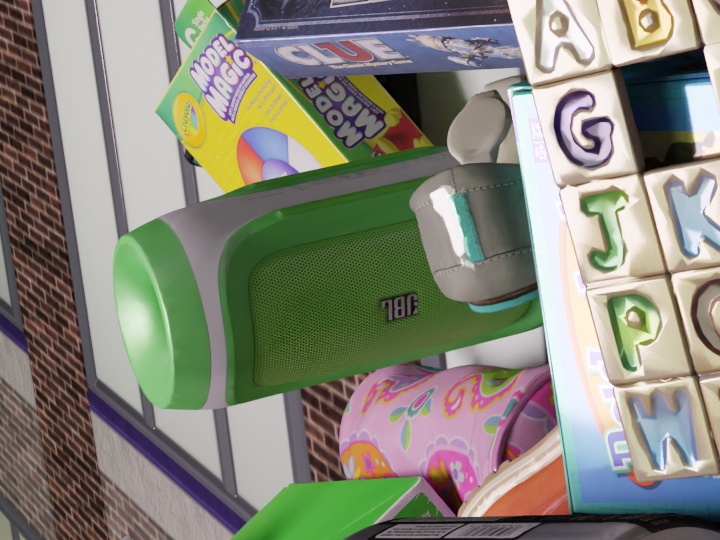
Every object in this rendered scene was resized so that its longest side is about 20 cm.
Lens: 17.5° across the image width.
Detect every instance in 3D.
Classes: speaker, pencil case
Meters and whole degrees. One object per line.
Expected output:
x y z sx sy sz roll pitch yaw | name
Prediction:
0.000 0.000 0.991 0.088 0.199 0.089 167 90 -69 | speaker
0.060 0.081 1.056 0.200 0.087 0.088 171 87 -68 | pencil case

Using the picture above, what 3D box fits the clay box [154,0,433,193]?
-0.025 -0.056 1.121 0.200 0.048 0.115 48 151 3 | clay box

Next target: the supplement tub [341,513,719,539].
0.049 0.146 0.808 0.199 0.122 0.124 -11 92 54 | supplement tub

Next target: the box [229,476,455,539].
0.021 0.191 1.096 0.177 0.097 0.200 51 161 -9 | box

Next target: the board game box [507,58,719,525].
0.145 0.006 0.744 0.199 0.045 0.153 0 103 43 | board game box

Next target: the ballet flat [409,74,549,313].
0.063 -0.044 0.889 0.064 0.067 0.200 67 -162 -11 | ballet flat

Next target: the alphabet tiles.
0.143 -0.025 0.693 0.199 0.008 0.168 -11 97 41 | alphabet tiles

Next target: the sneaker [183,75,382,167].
-0.038 -0.117 1.225 0.200 0.074 0.088 -34 55 58 | sneaker

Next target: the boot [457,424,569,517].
0.088 0.116 0.903 0.108 0.075 0.201 -91 26 -50 | boot

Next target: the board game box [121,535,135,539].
-0.065 0.232 1.122 0.200 0.064 0.148 45 161 10 | board game box

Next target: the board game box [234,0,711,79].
0.054 -0.137 0.805 0.199 0.035 0.136 1 70 40 | board game box
